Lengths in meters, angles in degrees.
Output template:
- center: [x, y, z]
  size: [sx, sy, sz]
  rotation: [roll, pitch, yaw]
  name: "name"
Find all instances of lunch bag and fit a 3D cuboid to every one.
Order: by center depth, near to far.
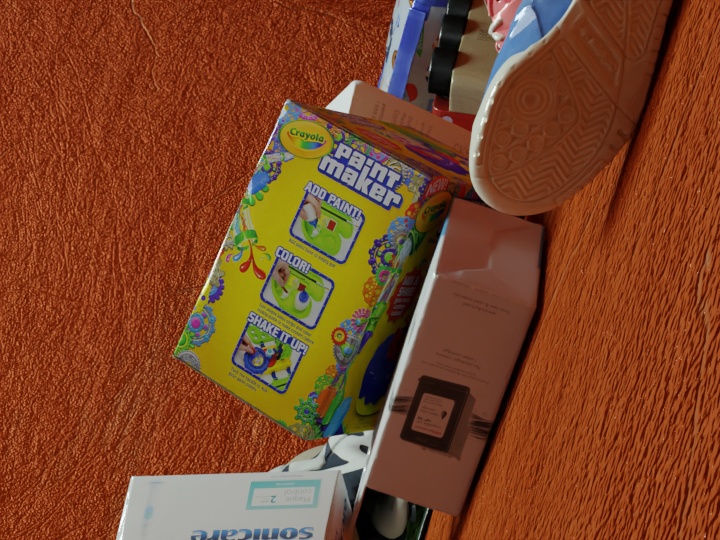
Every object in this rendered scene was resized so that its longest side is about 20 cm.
- center: [0.093, -0.255, 1.874]
  size: [0.200, 0.123, 0.171]
  rotation: [-33, -35, -50]
  name: "lunch bag"

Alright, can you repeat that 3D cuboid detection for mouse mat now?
- center: [0.036, 0.231, 1.356]
  size: [0.161, 0.007, 0.201]
  rotation: [108, 178, -75]
  name: "mouse mat"

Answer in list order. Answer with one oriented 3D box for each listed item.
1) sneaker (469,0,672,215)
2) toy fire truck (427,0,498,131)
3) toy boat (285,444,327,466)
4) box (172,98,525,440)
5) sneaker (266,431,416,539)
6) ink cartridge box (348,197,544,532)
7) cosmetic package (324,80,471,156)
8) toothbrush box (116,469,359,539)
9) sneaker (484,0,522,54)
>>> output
- center: [0.111, -0.128, 0.859]
  size: [0.111, 0.076, 0.201]
  rotation: [-97, 28, -75]
  name: "sneaker"
- center: [0.107, -0.168, 1.749]
  size: [0.177, 0.128, 0.201]
  rotation: [-74, -11, -50]
  name: "toy fire truck"
- center: [-0.018, 0.259, 1.505]
  size: [0.131, 0.130, 0.201]
  rotation: [40, -116, -59]
  name: "toy boat"
- center: [0.000, 0.000, 1.178]
  size: [0.200, 0.122, 0.194]
  rotation: [1, -64, -64]
  name: "box"
- center: [0.019, 0.170, 1.372]
  size: [0.198, 0.129, 0.080]
  rotation: [-23, -65, -40]
  name: "sneaker"
- center: [0.055, 0.070, 1.080]
  size: [0.116, 0.066, 0.201]
  rotation: [-72, 0, -62]
  name: "ink cartridge box"
- center: [0.010, -0.032, 1.470]
  size: [0.200, 0.164, 0.166]
  rotation: [-34, 36, 61]
  name: "cosmetic package"
- center: [-0.070, 0.229, 1.129]
  size: [0.086, 0.145, 0.201]
  rotation: [-82, -16, -44]
  name: "toothbrush box"
- center: [0.116, -0.160, 1.136]
  size: [0.074, 0.086, 0.202]
  rotation: [-68, -5, -81]
  name: "sneaker"
